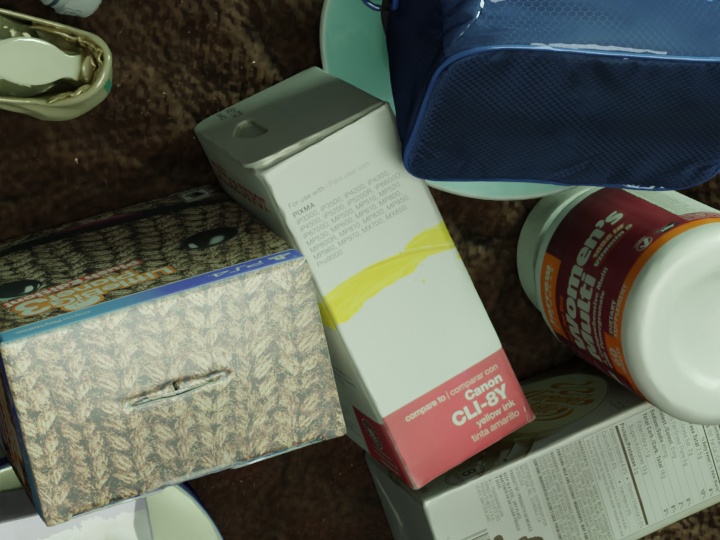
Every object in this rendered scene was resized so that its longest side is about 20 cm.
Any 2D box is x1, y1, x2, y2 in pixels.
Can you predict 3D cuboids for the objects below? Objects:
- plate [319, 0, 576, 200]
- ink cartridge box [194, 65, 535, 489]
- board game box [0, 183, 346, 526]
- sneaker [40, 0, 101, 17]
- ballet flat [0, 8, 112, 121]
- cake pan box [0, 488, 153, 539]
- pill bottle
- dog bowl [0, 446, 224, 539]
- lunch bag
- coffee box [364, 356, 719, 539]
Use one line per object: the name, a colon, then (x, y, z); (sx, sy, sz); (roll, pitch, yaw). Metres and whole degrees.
plate: (0.077, -0.128, 1.393); (0.199, 0.026, 0.201); (3, 124, 5)
ink cartridge box: (0.000, 0.000, 1.369); (0.083, 0.145, 0.200); (-29, 109, -10)
board game box: (-0.118, 0.038, 1.312); (0.159, 0.200, 0.097); (-16, 107, -14)
sneaker: (-0.136, -0.234, 1.313); (0.071, 0.073, 0.200); (21, 95, -23)
ballet flat: (-0.223, -0.121, 1.316); (0.199, 0.069, 0.070); (9, 99, -19)
cake pan box: (-0.197, 0.213, 1.323); (0.199, 0.052, 0.185); (-11, 103, -15)
pill bottle: (0.162, 0.010, 1.392); (0.109, 0.200, 0.110); (-4, 103, -17)
dog bowl: (-0.171, 0.184, 1.393); (0.199, 0.079, 0.201); (-4, 103, -16)
lunch bag: (0.098, -0.129, 1.271); (0.199, 0.136, 0.133); (3, 62, -13)
coffee box: (0.118, 0.112, 1.449); (0.200, 0.114, 0.080); (-23, 108, -12)
